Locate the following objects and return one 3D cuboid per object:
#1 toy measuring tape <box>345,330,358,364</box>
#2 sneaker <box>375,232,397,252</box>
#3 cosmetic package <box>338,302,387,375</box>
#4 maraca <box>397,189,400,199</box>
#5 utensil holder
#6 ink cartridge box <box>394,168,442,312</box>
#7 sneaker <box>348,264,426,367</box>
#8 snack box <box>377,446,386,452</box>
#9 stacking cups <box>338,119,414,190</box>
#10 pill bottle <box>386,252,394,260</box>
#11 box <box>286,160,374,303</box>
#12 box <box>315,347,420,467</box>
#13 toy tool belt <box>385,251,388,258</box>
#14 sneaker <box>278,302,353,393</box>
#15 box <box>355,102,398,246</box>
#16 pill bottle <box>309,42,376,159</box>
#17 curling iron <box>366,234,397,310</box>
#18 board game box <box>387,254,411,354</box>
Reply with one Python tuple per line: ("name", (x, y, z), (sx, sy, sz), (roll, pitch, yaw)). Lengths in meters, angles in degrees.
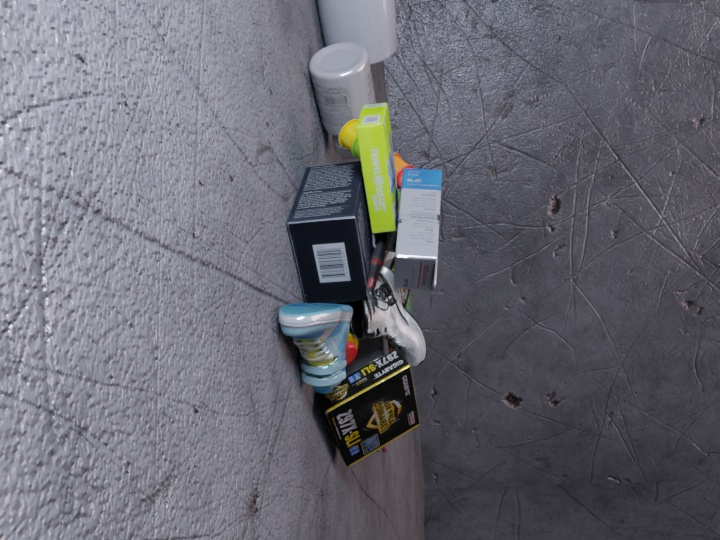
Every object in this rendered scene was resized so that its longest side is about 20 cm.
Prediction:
("toy measuring tape", (-0.029, 0.149, 1.085), (0.201, 0.072, 0.074), (70, 16, -45))
("sneaker", (0.032, -0.099, 1.191), (0.081, 0.199, 0.076), (-1, 123, -54))
("cosmetic package", (-0.005, 0.134, 1.178), (0.090, 0.105, 0.203), (-47, 130, -78))
("maraca", (0.032, -0.130, 1.443), (0.199, 0.106, 0.138), (28, -89, 56))
("utensil holder", (-0.010, -0.550, 1.315), (0.171, 0.167, 0.202), (-86, 171, -47))
("ink cartridge box", (0.091, -0.047, 1.022), (0.116, 0.066, 0.203), (85, 10, -64))
("sneaker", (0.034, 0.102, 1.078), (0.115, 0.075, 0.202), (-41, 115, -36))
("snack box", (0.023, 0.279, 1.440), (0.170, 0.067, 0.202), (-82, 164, -54))
("stacking cups", (0.044, -0.200, 1.157), (0.200, 0.060, 0.061), (43, -15, 29))
("pill bottle", (0.044, -0.129, 1.644), (0.114, 0.111, 0.202), (-82, 165, -57))
("box", (-0.039, -0.066, 1.033), (0.201, 0.105, 0.150), (-81, 164, -57))
("box", (0.019, 0.240, 1.101), (0.050, 0.158, 0.201), (55, -15, 40))
("toy tool belt", (0.008, -0.088, 1.305), (0.123, 0.123, 0.203), (13, 92, -75))
("sneaker", (-0.061, 0.113, 0.899), (0.200, 0.078, 0.133), (7, 88, -71))
("box", (0.031, -0.156, 1.041), (0.122, 0.047, 0.203), (-79, 163, -61))
("pill bottle", (-0.026, -0.323, 1.238), (0.201, 0.113, 0.115), (76, 12, -48))
("curling iron", (0.031, -0.002, 1.010), (0.049, 0.025, 0.201), (42, 24, -22))
("board game box", (0.071, 0.065, 1.200), (0.105, 0.023, 0.202), (-66, 157, -45))
